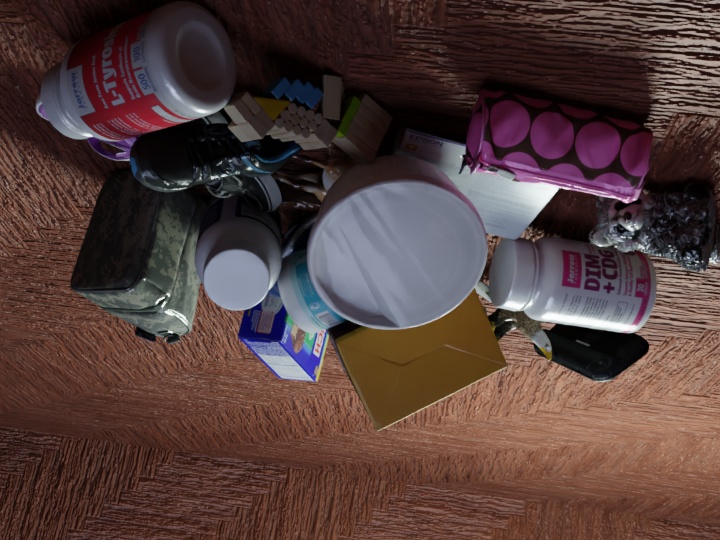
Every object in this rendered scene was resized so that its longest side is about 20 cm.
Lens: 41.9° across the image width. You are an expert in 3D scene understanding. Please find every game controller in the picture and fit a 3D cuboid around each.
[{"bbox_3d":[0.350,0.115,1.444,0.104,0.042,0.200,-25,-161,-16],"label":"game controller"}]

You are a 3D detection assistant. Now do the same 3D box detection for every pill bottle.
[{"bbox_3d":[0.000,0.000,1.222,0.199,0.111,0.111,-22,147,19],"label":"pill bottle"},{"bbox_3d":[-0.234,-0.196,0.968,0.199,0.113,0.112,-9,152,35],"label":"pill bottle"},{"bbox_3d":[0.281,0.016,1.258,0.199,0.114,0.113,8,158,-12],"label":"pill bottle"},{"bbox_3d":[-0.156,-0.027,1.212,0.110,0.112,0.200,13,-159,-10],"label":"pill bottle"}]

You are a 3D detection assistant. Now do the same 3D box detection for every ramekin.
[{"bbox_3d":[0.037,-0.038,1.073,0.201,0.094,0.203,-3,124,-4],"label":"ramekin"}]

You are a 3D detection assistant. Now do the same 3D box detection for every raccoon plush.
[{"bbox_3d":[0.363,-0.039,1.158,0.133,0.097,0.200,6,159,28],"label":"raccoon plush"}]

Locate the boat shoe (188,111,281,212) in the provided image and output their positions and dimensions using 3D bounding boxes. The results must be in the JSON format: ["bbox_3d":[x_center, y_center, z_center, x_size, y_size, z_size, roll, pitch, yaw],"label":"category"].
[{"bbox_3d":[-0.167,-0.125,1.136,0.070,0.064,0.200,21,159,40],"label":"boat shoe"}]

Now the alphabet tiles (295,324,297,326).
[{"bbox_3d":[0.000,0.032,1.356,0.166,0.200,0.006,-17,105,27],"label":"alphabet tiles"}]

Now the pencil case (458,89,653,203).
[{"bbox_3d":[0.209,-0.125,0.992,0.199,0.094,0.091,9,140,-5],"label":"pencil case"}]

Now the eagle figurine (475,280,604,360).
[{"bbox_3d":[0.269,0.059,1.411,0.199,0.152,0.152,-26,-163,1],"label":"eagle figurine"}]

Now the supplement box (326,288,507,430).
[{"bbox_3d":[0.065,0.093,1.311,0.196,0.133,0.200,-26,-167,-4],"label":"supplement box"}]

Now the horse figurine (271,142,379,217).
[{"bbox_3d":[-0.046,-0.119,1.166,0.132,0.050,0.200,19,154,-8],"label":"horse figurine"}]

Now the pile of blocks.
[{"bbox_3d":[-0.062,-0.169,1.013,0.199,0.083,0.062,6,178,-37],"label":"pile of blocks"}]

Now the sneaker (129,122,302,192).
[{"bbox_3d":[-0.155,-0.135,1.027,0.199,0.074,0.082,-15,-178,-39],"label":"sneaker"}]

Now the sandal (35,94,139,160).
[{"bbox_3d":[-0.302,-0.161,1.161,0.202,0.050,0.082,18,156,-21],"label":"sandal"}]

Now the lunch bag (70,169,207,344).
[{"bbox_3d":[-0.282,-0.019,1.298,0.139,0.201,0.168,-5,153,32],"label":"lunch bag"}]

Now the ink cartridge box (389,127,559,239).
[{"bbox_3d":[0.129,-0.112,1.126,0.195,0.044,0.200,13,156,-6],"label":"ink cartridge box"}]

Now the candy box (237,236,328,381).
[{"bbox_3d":[-0.106,0.064,1.467,0.077,0.170,0.200,6,158,16],"label":"candy box"}]

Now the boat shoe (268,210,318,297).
[{"bbox_3d":[-0.070,-0.048,1.303,0.072,0.073,0.200,33,126,-27],"label":"boat shoe"}]
